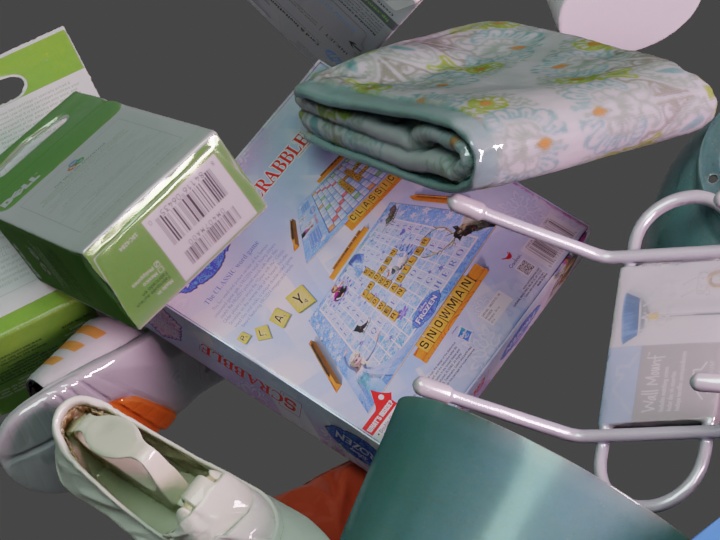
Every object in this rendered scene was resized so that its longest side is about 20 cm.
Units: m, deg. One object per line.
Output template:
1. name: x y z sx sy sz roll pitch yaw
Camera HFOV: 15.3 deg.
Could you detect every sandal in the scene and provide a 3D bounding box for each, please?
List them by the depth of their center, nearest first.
1. sandal: -0.135 0.057 1.597 0.206 0.080 0.059 -33 43 -23

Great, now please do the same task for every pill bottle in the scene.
1. pill bottle: 0.144 -0.242 1.699 0.113 0.114 0.201 -16 56 1

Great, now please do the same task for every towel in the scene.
1. towel: 0.076 -0.097 1.533 0.170 0.049 0.200 -18 23 -29

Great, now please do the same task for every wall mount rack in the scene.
1. wall mount rack: 0.127 0.025 1.415 0.172 0.075 0.201 -3 55 23

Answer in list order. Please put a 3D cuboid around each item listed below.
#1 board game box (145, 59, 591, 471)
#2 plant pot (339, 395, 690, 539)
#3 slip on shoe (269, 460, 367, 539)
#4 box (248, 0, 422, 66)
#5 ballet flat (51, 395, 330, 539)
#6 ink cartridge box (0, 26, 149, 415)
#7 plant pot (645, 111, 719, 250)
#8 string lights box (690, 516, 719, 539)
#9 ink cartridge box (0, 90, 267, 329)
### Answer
1. board game box: 0.000 0.000 1.572 0.199 0.041 0.200 33 60 13
2. plant pot: 0.067 0.186 1.410 0.200 0.201 0.162 26 78 24
3. slip on shoe: -0.048 0.159 1.522 0.199 0.061 0.074 -29 56 -9
4. box: -0.034 -0.199 1.628 0.156 0.200 0.041 44 72 -2
5. ballet flat: -0.099 0.126 1.480 0.199 0.070 0.070 27 67 31
6. ink cartridge box: -0.202 -0.035 1.665 0.147 0.076 0.201 -26 56 -5
7. plant pot: 0.255 -0.027 1.532 0.199 0.134 0.202 -5 58 8
8. string lights box: 0.204 0.154 1.308 0.199 0.103 0.059 -36 56 -11
9. ink cartridge box: -0.147 -0.039 1.553 0.104 0.059 0.200 -43 28 -15
